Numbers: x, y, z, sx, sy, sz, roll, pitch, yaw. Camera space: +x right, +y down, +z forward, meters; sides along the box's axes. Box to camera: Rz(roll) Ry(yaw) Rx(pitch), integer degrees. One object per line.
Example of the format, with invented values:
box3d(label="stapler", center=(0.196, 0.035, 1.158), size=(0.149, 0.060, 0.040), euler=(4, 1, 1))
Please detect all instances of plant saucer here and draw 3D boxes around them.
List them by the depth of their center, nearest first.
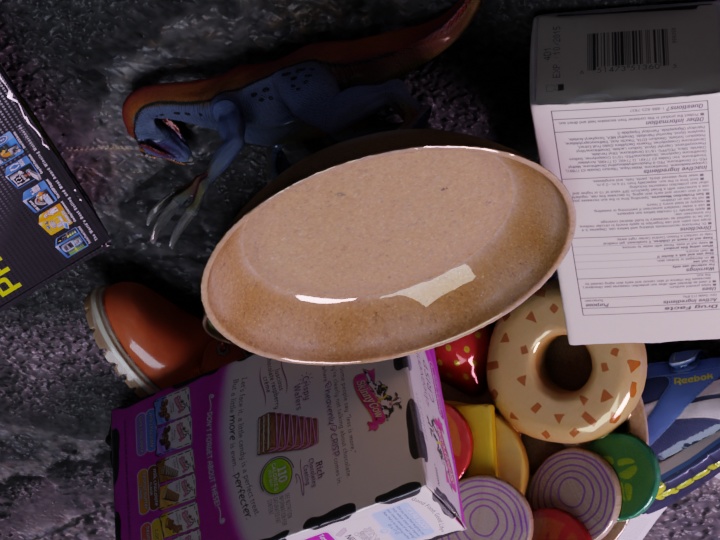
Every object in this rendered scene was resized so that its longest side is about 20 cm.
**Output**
box3d(label="plant saucer", center=(0.012, -0.017, 0.979), size=(0.200, 0.035, 0.200), euler=(-11, 149, -7))

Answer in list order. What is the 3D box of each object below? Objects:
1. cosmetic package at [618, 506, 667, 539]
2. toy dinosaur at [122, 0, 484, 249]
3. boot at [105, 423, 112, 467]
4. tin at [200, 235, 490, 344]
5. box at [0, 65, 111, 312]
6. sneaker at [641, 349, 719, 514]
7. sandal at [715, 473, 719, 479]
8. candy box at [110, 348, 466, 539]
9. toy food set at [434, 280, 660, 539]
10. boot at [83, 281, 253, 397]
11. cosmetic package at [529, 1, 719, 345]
box3d(label="cosmetic package", center=(0.101, 0.132, 1.251), size=(0.200, 0.051, 0.083), euler=(12, 149, -2))
box3d(label="toy dinosaur", center=(-0.041, -0.090, 1.027), size=(0.181, 0.200, 0.105), euler=(24, 177, 21))
box3d(label="boot", center=(-0.110, 0.204, 1.252), size=(0.211, 0.158, 0.079), euler=(26, -174, 28))
box3d(label="tin", center=(0.000, 0.000, 1.100), size=(0.200, 0.042, 0.112), euler=(-16, 154, 18))
box3d(label="box", center=(-0.254, -0.048, 1.050), size=(0.160, 0.044, 0.200), euler=(-31, 134, -4))
box3d(label="sneaker", center=(0.219, 0.077, 1.160), size=(0.200, 0.082, 0.074), euler=(-31, 155, 9))
box3d(label="sandal", center=(0.285, 0.117, 1.218), size=(0.207, 0.059, 0.079), euler=(26, 152, 10))
box3d(label="candy box", center=(-0.047, 0.116, 1.104), size=(0.200, 0.136, 0.061), euler=(-22, 139, 17))
box3d(label="toy food set", center=(0.083, 0.108, 1.142), size=(0.200, 0.198, 0.049), euler=(-5, 174, 17))
box3d(label="boot", center=(-0.079, 0.051, 1.192), size=(0.200, 0.075, 0.107), euler=(35, 118, -27))
box3d(label="cosmetic package", center=(0.154, -0.048, 1.024), size=(0.105, 0.071, 0.200), euler=(-2, 139, 10))
